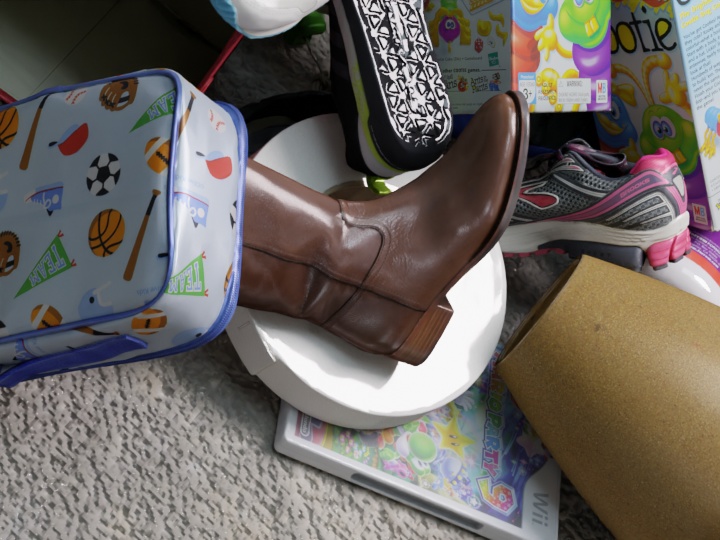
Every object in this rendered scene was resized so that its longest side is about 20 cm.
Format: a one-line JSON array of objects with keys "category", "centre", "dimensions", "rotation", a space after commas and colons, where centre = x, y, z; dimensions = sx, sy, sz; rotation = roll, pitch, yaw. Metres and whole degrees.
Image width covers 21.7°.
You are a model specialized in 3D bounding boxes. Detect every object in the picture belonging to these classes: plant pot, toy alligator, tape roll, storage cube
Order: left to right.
[{"category": "storage cube", "centre": [-0.140, -0.197, 1.177], "dimensions": [0.171, 0.200, 0.180], "rotation": [37, 39, -6]}, {"category": "toy alligator", "centre": [-0.050, -0.208, 1.344], "dimensions": [0.059, 0.054, 0.201], "rotation": [-11, 65, -38]}, {"category": "tape roll", "centre": [0.000, 0.000, 1.184], "dimensions": [0.202, 0.037, 0.204], "rotation": [11, 67, -27]}, {"category": "plant pot", "centre": [0.192, 0.087, 1.210], "dimensions": [0.200, 0.187, 0.187], "rotation": [39, 45, 1]}]

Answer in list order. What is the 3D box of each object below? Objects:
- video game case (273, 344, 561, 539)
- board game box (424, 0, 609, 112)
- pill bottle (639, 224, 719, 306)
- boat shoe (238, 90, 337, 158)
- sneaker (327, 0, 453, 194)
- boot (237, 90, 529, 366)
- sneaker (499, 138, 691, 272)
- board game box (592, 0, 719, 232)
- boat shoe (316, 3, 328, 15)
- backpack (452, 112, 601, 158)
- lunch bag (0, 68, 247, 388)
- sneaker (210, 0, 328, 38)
[{"category": "video game case", "centre": [0.044, 0.090, 1.217], "dimensions": [0.199, 0.018, 0.144], "rotation": [24, 48, -18]}, {"category": "board game box", "centre": [0.091, -0.202, 1.202], "dimensions": [0.103, 0.104, 0.202], "rotation": [-6, 98, -45]}, {"category": "pill bottle", "centre": [0.245, -0.010, 1.362], "dimensions": [0.112, 0.112, 0.200], "rotation": [43, 44, 0]}, {"category": "boat shoe", "centre": [-0.031, -0.089, 1.261], "dimensions": [0.198, 0.066, 0.075], "rotation": [-8, 66, -37]}, {"category": "sneaker", "centre": [-0.002, -0.148, 1.167], "dimensions": [0.071, 0.083, 0.202], "rotation": [-3, 80, -33]}, {"category": "boot", "centre": [-0.018, -0.047, 1.085], "dimensions": [0.199, 0.187, 0.064], "rotation": [19, 12, -22]}, {"category": "sneaker", "centre": [0.134, -0.053, 1.281], "dimensions": [0.081, 0.199, 0.075], "rotation": [-32, 121, -51]}, {"category": "board game box", "centre": [0.221, -0.146, 1.284], "dimensions": [0.105, 0.103, 0.201], "rotation": [-31, 120, -28]}, {"category": "boat shoe", "centre": [-0.084, -0.240, 1.295], "dimensions": [0.200, 0.066, 0.072], "rotation": [25, 80, 8]}, {"category": "backpack", "centre": [0.125, -0.182, 1.372], "dimensions": [0.162, 0.168, 0.202], "rotation": [7, 88, -29]}, {"category": "lunch bag", "centre": [-0.156, -0.017, 1.032], "dimensions": [0.075, 0.199, 0.161], "rotation": [26, 59, -51]}, {"category": "sneaker", "centre": [-0.012, -0.204, 1.076], "dimensions": [0.200, 0.081, 0.077], "rotation": [-41, 98, -34]}]
